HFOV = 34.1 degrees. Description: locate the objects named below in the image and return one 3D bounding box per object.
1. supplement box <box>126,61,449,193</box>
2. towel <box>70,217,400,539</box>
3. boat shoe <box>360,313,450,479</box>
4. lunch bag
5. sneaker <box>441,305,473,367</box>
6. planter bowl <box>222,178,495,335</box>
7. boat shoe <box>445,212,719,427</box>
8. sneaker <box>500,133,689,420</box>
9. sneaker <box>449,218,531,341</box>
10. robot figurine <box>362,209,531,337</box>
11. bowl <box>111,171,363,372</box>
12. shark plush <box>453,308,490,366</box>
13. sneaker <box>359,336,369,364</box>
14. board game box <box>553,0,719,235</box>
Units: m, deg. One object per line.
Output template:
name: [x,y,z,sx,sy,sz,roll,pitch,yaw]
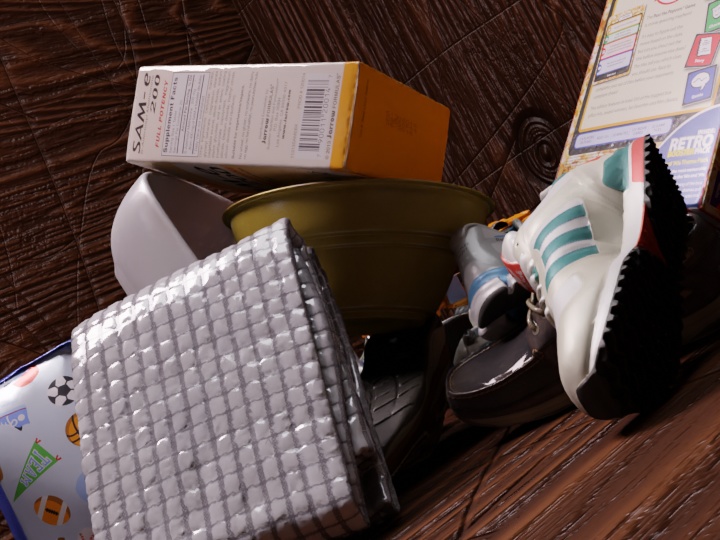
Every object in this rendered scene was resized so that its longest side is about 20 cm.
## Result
supplement box: [-0.053,-0.096,0.840,0.197,0.075,0.125,6,-4,35]
towel: [-0.076,0.091,0.695,0.163,0.202,0.086,-24,-34,7]
boat shoe: [0.031,0.102,0.831,0.075,0.075,0.200,-14,21,25]
lunch bag: [-0.180,0.146,0.876,0.168,0.202,0.124,-28,-3,-7]
sneaker: [0.109,0.066,1.112,0.198,0.085,0.120,-18,-3,-30]
planter bowl: [0.000,0.000,0.839,0.197,0.085,0.201,-2,-11,0]
boat shoe: [0.134,0.025,0.719,0.198,0.074,0.075,-29,24,11]
sneaker: [0.119,0.009,0.631,0.092,0.071,0.201,-18,33,33]
sneaker: [0.140,0.002,0.818,0.198,0.087,0.075,12,-51,-43]
robot figurine: [0.092,0.003,1.066,0.198,0.059,0.144,-26,4,-33]
bowl: [-0.099,0.029,0.877,0.074,0.201,0.199,-40,-16,11]
shark plush: [0.116,0.067,0.921,0.082,0.093,0.200,4,-1,15]
sneaker: [0.021,0.120,1.130,0.201,0.077,0.085,-52,-41,-13]
board game box: [0.208,-0.121,0.772,0.046,0.203,0.151,24,-12,-27]
